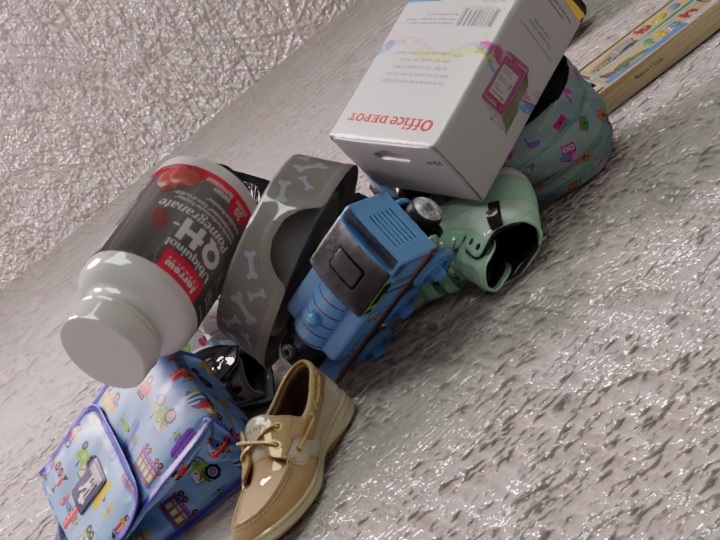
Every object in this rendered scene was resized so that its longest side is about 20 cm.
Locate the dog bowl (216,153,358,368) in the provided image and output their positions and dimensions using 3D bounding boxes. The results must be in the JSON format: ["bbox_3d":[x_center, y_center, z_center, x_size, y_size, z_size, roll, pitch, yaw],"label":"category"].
[{"bbox_3d":[-0.068,-0.015,1.241,0.200,0.058,0.202,25,-90,-85],"label":"dog bowl"}]

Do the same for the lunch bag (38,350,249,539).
[{"bbox_3d":[-0.199,0.175,1.206,0.200,0.094,0.151,-47,45,3],"label":"lunch bag"}]

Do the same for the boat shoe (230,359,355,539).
[{"bbox_3d":[-0.067,0.144,1.093,0.073,0.069,0.200,-29,17,28],"label":"boat shoe"}]

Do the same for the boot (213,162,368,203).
[{"bbox_3d":[-0.084,-0.067,1.560,0.200,0.167,0.077,18,97,58],"label":"boot"}]

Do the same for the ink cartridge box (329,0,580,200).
[{"bbox_3d":[0.084,-0.171,1.227,0.144,0.085,0.201,12,66,48],"label":"ink cartridge box"}]

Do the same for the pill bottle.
[{"bbox_3d":[-0.175,0.003,1.179,0.110,0.111,0.201,-22,29,43],"label":"pill bottle"}]

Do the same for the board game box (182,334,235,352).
[{"bbox_3d":[-0.186,0.064,1.519,0.200,0.105,0.103,-41,15,-18],"label":"board game box"}]

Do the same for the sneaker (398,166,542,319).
[{"bbox_3d":[0.075,-0.005,1.210,0.200,0.074,0.119,-38,22,14],"label":"sneaker"}]

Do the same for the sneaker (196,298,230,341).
[{"bbox_3d":[-0.114,0.045,1.378,0.198,0.079,0.099,-6,5,37],"label":"sneaker"}]

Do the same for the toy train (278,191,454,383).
[{"bbox_3d":[-0.003,0.017,1.171,0.114,0.087,0.201,-20,-27,-50],"label":"toy train"}]

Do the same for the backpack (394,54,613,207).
[{"bbox_3d":[0.139,-0.125,1.305,0.199,0.126,0.168,-27,38,29],"label":"backpack"}]

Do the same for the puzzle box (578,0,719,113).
[{"bbox_3d":[0.291,-0.226,1.454,0.199,0.026,0.133,-37,15,0],"label":"puzzle box"}]

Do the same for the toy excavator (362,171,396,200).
[{"bbox_3d":[0.103,-0.161,1.589,0.194,0.100,0.199,-44,30,-18],"label":"toy excavator"}]

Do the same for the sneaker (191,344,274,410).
[{"bbox_3d":[-0.153,0.132,1.305,0.113,0.076,0.200,-21,22,43],"label":"sneaker"}]

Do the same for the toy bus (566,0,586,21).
[{"bbox_3d":[0.185,-0.320,1.804,0.193,0.135,0.200,-51,11,9],"label":"toy bus"}]
